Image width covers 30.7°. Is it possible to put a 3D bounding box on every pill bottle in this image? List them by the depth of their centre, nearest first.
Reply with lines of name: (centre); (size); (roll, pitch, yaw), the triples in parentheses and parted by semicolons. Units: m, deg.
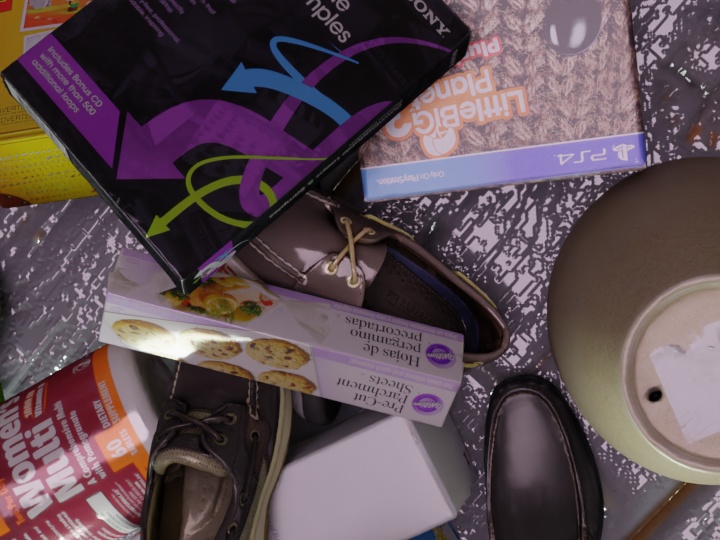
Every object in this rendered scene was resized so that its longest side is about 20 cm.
pill bottle: (-0.202, 0.133, 0.817); (0.199, 0.110, 0.110); (-29, 89, 3)

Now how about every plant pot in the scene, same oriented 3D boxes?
plant pot: (0.185, 0.038, 0.691); (0.185, 0.200, 0.189); (1, 97, 12)

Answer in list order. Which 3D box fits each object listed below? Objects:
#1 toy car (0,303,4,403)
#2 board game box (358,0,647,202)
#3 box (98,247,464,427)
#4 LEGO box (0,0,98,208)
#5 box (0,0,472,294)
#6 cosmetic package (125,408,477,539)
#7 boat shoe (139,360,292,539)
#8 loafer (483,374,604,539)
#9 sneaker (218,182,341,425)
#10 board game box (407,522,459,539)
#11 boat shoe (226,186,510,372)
toy car: (-0.330, 0.040, 0.803); (0.156, 0.200, 0.166); (-10, 94, 13)
board game box: (0.074, -0.149, 0.748); (0.158, 0.097, 0.202); (-7, 94, 13)
box: (-0.043, 0.037, 0.721); (0.198, 0.039, 0.042); (15, 133, -6)
LEGO box: (-0.133, -0.130, 0.775); (0.198, 0.077, 0.150); (-7, 64, 13)
box: (-0.061, -0.107, 0.674); (0.200, 0.036, 0.143); (-41, 83, -13)
cosmetic package: (-0.035, 0.147, 0.802); (0.199, 0.101, 0.072); (-27, 89, 13)
boat shoe: (-0.083, 0.107, 0.732); (0.073, 0.065, 0.202); (-5, 73, 20)
loafer: (0.111, 0.164, 0.786); (0.072, 0.072, 0.202); (-10, 93, 14)
sneaker: (-0.074, -0.001, 0.813); (0.107, 0.067, 0.203); (-8, 91, 14)
board game box: (-0.039, 0.229, 0.763); (0.199, 0.196, 0.056); (-33, 88, 13)
boat shoe: (0.000, 0.000, 0.754); (0.199, 0.059, 0.072); (34, 65, -23)
